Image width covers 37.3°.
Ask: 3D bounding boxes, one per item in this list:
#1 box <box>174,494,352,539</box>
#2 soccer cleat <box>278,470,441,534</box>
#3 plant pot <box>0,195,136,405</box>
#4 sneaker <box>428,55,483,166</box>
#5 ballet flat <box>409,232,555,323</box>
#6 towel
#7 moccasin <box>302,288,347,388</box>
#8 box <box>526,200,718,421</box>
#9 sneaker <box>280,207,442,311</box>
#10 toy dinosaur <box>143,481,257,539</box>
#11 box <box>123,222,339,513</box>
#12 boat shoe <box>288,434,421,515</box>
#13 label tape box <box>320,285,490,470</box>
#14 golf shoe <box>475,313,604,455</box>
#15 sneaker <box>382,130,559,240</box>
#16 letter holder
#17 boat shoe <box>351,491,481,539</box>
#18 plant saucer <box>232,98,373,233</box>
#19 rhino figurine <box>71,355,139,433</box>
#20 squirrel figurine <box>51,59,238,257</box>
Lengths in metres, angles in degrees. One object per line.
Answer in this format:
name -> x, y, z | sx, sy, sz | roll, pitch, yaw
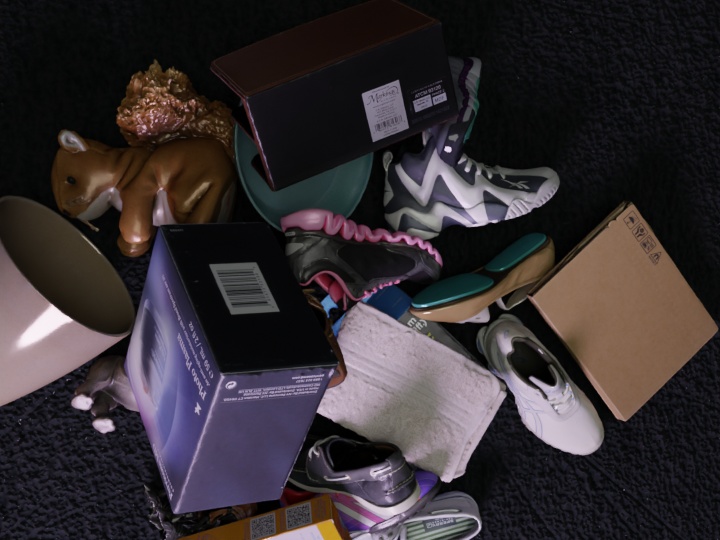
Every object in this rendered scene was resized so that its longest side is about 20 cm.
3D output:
box -> -0.107, 0.314, 1.135 | 0.200, 0.042, 0.119 | -16, 127, 7
soccer cleat -> -0.005, 0.250, 1.171 | 0.200, 0.068, 0.073 | -26, 96, 30
plant pot -> -0.371, 0.057, 1.103 | 0.200, 0.187, 0.187 | -40, 98, 12
sneaker -> 0.077, -0.175, 1.130 | 0.087, 0.200, 0.074 | 17, 122, -1
ballet flat -> 0.144, 0.024, 1.184 | 0.200, 0.069, 0.063 | -27, 113, -25
towel -> 0.049, 0.132, 1.154 | 0.200, 0.034, 0.133 | 28, 91, -9
moccasin -> -0.068, 0.054, 1.115 | 0.074, 0.201, 0.078 | -15, 112, -6
box -> 0.303, 0.048, 1.223 | 0.163, 0.021, 0.200 | -42, 109, -9
sneaker -> 0.000, 0.000, 1.128 | 0.200, 0.079, 0.096 | 13, 73, -31
toy dinosaur -> -0.160, 0.265, 1.180 | 0.136, 0.102, 0.200 | -10, 80, -21
box -> -0.135, 0.092, 1.033 | 0.123, 0.200, 0.199 | -3, 133, -29
boat shoe -> -0.022, 0.201, 1.146 | 0.072, 0.200, 0.068 | -44, 123, -33
label tape box -> 0.031, 0.105, 1.200 | 0.200, 0.063, 0.144 | 43, 88, -9
golf shoe -> 0.210, 0.140, 1.208 | 0.078, 0.097, 0.200 | -44, 100, -4
sneaker -> 0.115, -0.117, 1.183 | 0.199, 0.079, 0.130 | -14, 105, 5
letter holder -> -0.029, -0.180, 1.045 | 0.200, 0.142, 0.101 | -24, 122, -12
boat shoe -> 0.042, 0.305, 1.215 | 0.200, 0.067, 0.074 | -24, 97, -4
plant saucer -> -0.066, -0.136, 1.142 | 0.200, 0.036, 0.200 | -6, 99, -46
rhino figurine -> -0.207, 0.132, 1.165 | 0.200, 0.087, 0.060 | 4, 122, -8
squirrel figurine -> -0.224, -0.113, 1.134 | 0.186, 0.142, 0.200 | 16, 78, 2
